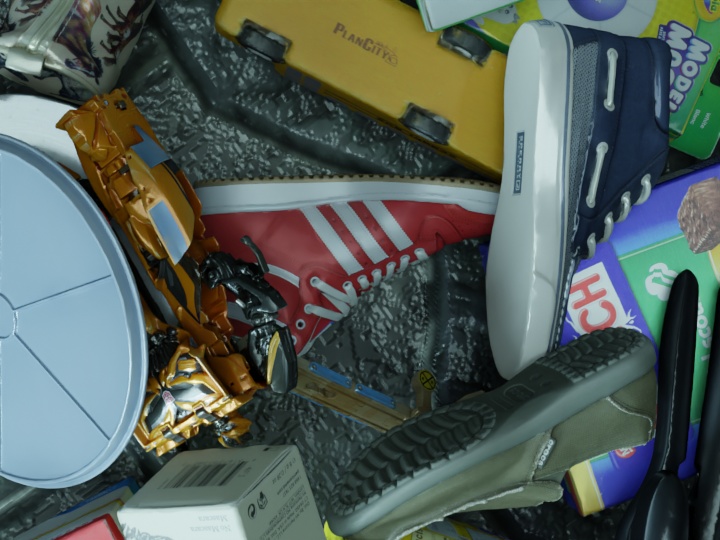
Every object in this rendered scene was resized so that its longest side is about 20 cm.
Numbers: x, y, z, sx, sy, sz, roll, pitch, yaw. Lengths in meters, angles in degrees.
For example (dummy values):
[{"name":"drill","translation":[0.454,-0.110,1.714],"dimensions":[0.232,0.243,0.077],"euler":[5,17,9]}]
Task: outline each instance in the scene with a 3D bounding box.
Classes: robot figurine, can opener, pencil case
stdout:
[{"name":"robot figurine","translation":[-0.121,0.012,1.007],"dimensions":[0.145,0.058,0.201],"euler":[-33,86,34]},{"name":"can opener","translation":[0.187,0.098,1.027],"dimensions":[0.063,0.079,0.202],"euler":[16,75,-8]},{"name":"pencil case","translation":[-0.143,-0.187,1.047],"dimensions":[0.077,0.090,0.201],"euler":[23,77,12]}]

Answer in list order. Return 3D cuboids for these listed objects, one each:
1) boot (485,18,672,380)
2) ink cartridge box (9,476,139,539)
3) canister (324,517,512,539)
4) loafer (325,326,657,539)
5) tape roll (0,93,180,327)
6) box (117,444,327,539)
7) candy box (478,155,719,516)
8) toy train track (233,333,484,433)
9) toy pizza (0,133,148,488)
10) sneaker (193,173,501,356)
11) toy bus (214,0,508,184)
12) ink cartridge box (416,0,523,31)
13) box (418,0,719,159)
[{"name":"boot","translation":[0.127,-0.036,1.029],"dimensions":[0.089,0.073,0.202],"euler":[3,96,-18]},{"name":"ink cartridge box","translation":[-0.172,0.183,1.026],"dimensions":[0.115,0.200,0.068],"euler":[-27,92,-1]},{"name":"canister","translation":[0.074,0.197,1.064],"dimensions":[0.198,0.149,0.087],"euler":[20,90,-4]},{"name":"loafer","translation":[0.077,0.103,0.976],"dimensions":[0.198,0.075,0.070],"euler":[-26,108,-5]},{"name":"tape roll","translation":[-0.200,-0.003,1.087],"dimensions":[0.198,0.066,0.203],"euler":[0,92,-1]},{"name":"box","translation":[-0.052,0.196,0.966],"dimensions":[0.081,0.068,0.202],"euler":[-8,109,31]},{"name":"candy box","translation":[0.191,0.031,1.096],"dimensions":[0.198,0.077,0.171],"euler":[-20,90,-1]},{"name":"toy train track","translation":[0.011,0.073,1.078],"dimensions":[0.199,0.115,0.033],"euler":[26,46,-28]},{"name":"toy pizza","translation":[-0.187,0.021,0.998],"dimensions":[0.199,0.032,0.202],"euler":[13,113,32]},{"name":"sneaker","translation":[0.000,0.000,1.092],"dimensions":[0.198,0.071,0.114],"euler":[-1,89,5]},{"name":"toy bus","translation":[0.014,-0.124,1.083],"dimensions":[0.199,0.078,0.066],"euler":[26,88,-2]},{"name":"ink cartridge box","translation":[0.072,-0.258,1.038],"dimensions":[0.145,0.084,0.202],"euler":[-19,67,3]},{"name":"box","translation":[0.146,-0.159,1.098],"dimensions":[0.199,0.048,0.118],"euler":[26,83,-4]}]
